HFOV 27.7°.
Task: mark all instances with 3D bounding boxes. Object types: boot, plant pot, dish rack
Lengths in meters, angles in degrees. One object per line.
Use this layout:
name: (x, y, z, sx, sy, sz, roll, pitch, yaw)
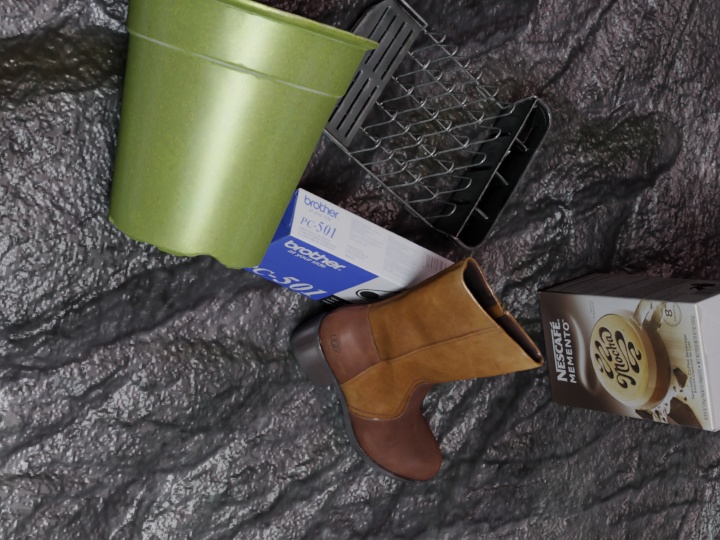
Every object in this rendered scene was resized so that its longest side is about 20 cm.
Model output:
boot: (0.068, 0.086, 1.192, 0.189, 0.199, 0.069, 57, 39, -15)
plant pot: (-0.106, -0.109, 1.093, 0.198, 0.200, 0.192, 12, 98, -31)
dish rack: (0.058, -0.131, 1.256, 0.200, 0.054, 0.154, 39, 72, -27)

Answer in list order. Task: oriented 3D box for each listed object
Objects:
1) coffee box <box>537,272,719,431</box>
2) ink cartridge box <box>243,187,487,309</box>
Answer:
coffee box: (0.258, 0.069, 1.308, 0.079, 0.199, 0.114, -16, 101, -33)
ink cartridge box: (0.000, 0.000, 1.202, 0.199, 0.094, 0.045, 25, 63, -31)
